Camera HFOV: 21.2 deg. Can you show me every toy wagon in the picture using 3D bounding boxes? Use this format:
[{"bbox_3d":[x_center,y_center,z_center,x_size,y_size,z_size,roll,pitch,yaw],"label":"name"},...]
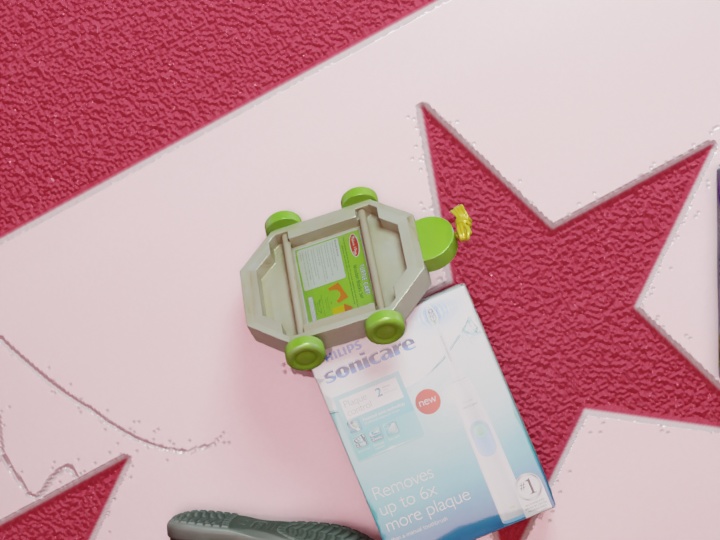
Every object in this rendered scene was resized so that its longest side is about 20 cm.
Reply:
[{"bbox_3d":[0.000,0.000,1.589,0.200,0.040,0.155,-17,48,7],"label":"toy wagon"}]

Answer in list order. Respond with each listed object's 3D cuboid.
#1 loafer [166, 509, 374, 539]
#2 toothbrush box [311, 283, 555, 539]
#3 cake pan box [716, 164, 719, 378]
[{"bbox_3d":[-0.068,0.250,1.630,0.200,0.075,0.070,7,98,17],"label":"loafer"},{"bbox_3d":[0.059,0.128,1.615,0.146,0.085,0.200,-22,89,3],"label":"toothbrush box"},{"bbox_3d":[0.399,0.002,1.614,0.200,0.052,0.184,1,94,2],"label":"cake pan box"}]
